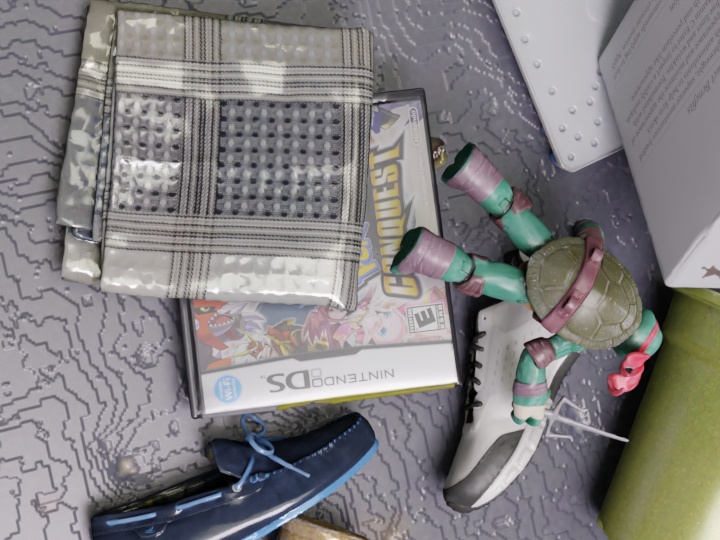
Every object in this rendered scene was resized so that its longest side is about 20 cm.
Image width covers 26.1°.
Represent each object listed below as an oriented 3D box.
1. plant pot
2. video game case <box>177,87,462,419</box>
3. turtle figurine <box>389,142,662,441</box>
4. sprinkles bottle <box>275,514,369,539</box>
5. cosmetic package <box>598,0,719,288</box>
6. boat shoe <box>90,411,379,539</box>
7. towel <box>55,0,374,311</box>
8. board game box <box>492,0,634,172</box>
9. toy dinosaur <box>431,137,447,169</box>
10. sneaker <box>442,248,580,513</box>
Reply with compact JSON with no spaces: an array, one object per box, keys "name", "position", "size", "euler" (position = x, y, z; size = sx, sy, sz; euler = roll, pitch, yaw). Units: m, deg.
[{"name":"plant pot","position":[0.263,0.131,1.083],"size":[0.199,0.200,0.185],"euler":[27,92,-16]},{"name":"video game case","position":[-0.034,-0.012,1.028],"size":[0.179,0.026,0.202],"euler":[-7,85,-4]},{"name":"turtle figurine","position":[0.126,0.013,1.005],"size":[0.199,0.101,0.150],"euler":[36,60,-10]},{"name":"sprinkles bottle","position":[-0.052,0.265,1.025],"size":[0.068,0.068,0.201],"euler":[20,83,-17]},{"name":"cosmetic package","position":[0.281,-0.111,1.026],"size":[0.164,0.165,0.201],"euler":[2,57,-19]},{"name":"boat shoe","position":[-0.081,0.140,1.012],"size":[0.199,0.084,0.069],"euler":[-29,95,-19]},{"name":"towel","position":[-0.093,-0.075,1.001],"size":[0.198,0.035,0.194],"euler":[5,83,-2]},{"name":"board game box","position":[0.190,-0.200,1.137],"size":[0.199,0.026,0.201],"euler":[-25,96,-17]},{"name":"toy dinosaur","position":[0.000,0.000,1.063],"size":[0.088,0.047,0.200],"euler":[46,80,-5]},{"name":"sneaker","position":[0.098,0.073,1.083],"size":[0.080,0.074,0.201],"euler":[31,71,-11]}]
